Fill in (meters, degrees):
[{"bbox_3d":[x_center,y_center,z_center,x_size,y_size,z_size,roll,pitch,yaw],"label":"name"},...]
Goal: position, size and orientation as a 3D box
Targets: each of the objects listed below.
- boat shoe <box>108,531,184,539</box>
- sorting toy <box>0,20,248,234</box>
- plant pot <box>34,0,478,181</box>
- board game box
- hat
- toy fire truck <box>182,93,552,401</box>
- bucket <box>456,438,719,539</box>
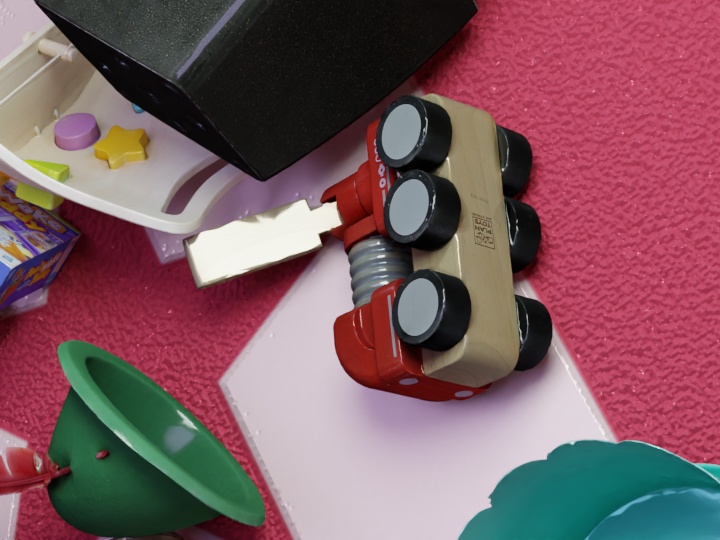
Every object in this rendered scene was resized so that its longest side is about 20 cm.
[{"bbox_3d":[-0.198,0.233,1.564,0.199,0.072,0.068,-24,66,19],"label":"boat shoe"},{"bbox_3d":[-0.154,-0.091,1.576,0.180,0.107,0.200,26,51,25],"label":"sorting toy"},{"bbox_3d":[-0.077,-0.176,1.472,0.200,0.200,0.178,31,81,30],"label":"plant pot"},{"bbox_3d":[-0.298,-0.053,1.604,0.200,0.134,0.045,35,106,5],"label":"board game box"},{"bbox_3d":[-0.181,0.158,1.516,0.176,0.165,0.200,-49,31,6],"label":"hat"},{"bbox_3d":[0.000,0.000,1.499,0.200,0.128,0.177,-26,60,42],"label":"toy fire truck"},{"bbox_3d":[0.160,0.197,1.343,0.206,0.135,0.208,-6,76,26],"label":"bucket"}]
